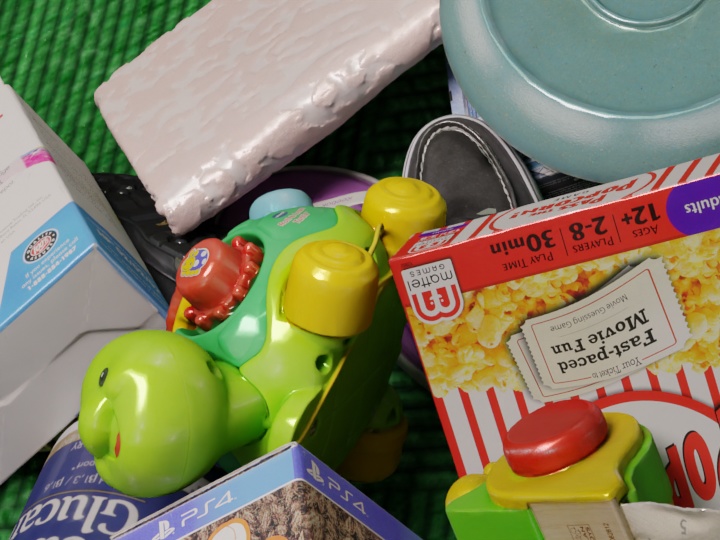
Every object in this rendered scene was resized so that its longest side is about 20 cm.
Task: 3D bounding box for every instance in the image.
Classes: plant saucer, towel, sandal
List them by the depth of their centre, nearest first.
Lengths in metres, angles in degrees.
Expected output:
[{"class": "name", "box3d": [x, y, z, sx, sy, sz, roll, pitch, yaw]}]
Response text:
[{"class": "plant saucer", "box3d": [0.132, -0.134, 1.261, 0.199, 0.027, 0.201, -4, 65, 9]}, {"class": "sandal", "box3d": [0.004, -0.006, 1.314, 0.202, 0.050, 0.083, 27, 74, 37]}, {"class": "towel", "box3d": [-0.035, -0.110, 1.378, 0.200, 0.032, 0.191, -38, 25, -1]}]

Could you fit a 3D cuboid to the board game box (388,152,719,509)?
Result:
[{"class": "board game box", "box3d": [0.115, 0.065, 1.122, 0.151, 0.201, 0.046, -15, 11, 20]}]

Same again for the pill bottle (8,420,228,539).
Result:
[{"class": "pill bottle", "box3d": [-0.114, 0.165, 1.192, 0.110, 0.111, 0.201, -6, 40, 25]}]

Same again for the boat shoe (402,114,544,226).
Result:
[{"class": "boat shoe", "box3d": [0.053, 0.013, 1.231, 0.069, 0.066, 0.201, -9, 66, 9]}]

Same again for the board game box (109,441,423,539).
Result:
[{"class": "board game box", "box3d": [-0.009, 0.200, 1.096, 0.096, 0.159, 0.201, -28, 47, 22]}]

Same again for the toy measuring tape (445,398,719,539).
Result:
[{"class": "toy measuring tape", "box3d": [0.112, 0.083, 1.046, 0.199, 0.073, 0.074, -6, 54, 46]}]

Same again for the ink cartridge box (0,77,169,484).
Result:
[{"class": "ink cartridge box", "box3d": [-0.174, -0.006, 1.303, 0.115, 0.068, 0.200, -41, 37, 5]}]

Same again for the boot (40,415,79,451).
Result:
[{"class": "boot", "box3d": [-0.186, 0.087, 1.340, 0.155, 0.073, 0.200, -45, 47, -7]}]

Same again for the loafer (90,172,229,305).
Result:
[{"class": "loafer", "box3d": [-0.104, 0.002, 1.358, 0.068, 0.071, 0.200, -8, 22, -31]}]

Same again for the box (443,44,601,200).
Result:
[{"class": "box", "box3d": [0.138, -0.106, 1.316, 0.199, 0.040, 0.138, -18, 53, 17]}]

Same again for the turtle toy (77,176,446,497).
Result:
[{"class": "turtle toy", "box3d": [-0.043, 0.038, 1.171, 0.101, 0.147, 0.200, 20, 28, 18]}]
